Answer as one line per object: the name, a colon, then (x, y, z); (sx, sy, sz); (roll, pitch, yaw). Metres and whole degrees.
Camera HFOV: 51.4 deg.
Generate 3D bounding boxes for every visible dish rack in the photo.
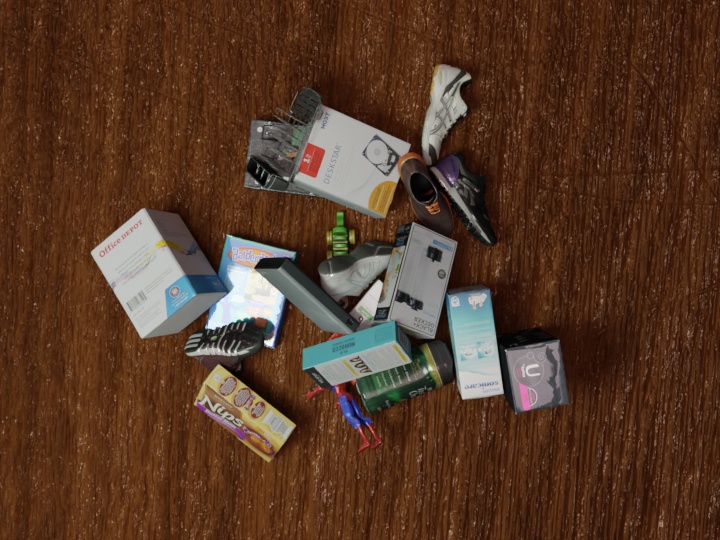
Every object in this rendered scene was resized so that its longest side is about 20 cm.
dish rack: (-0.142, -0.257, 1.431); (0.054, 0.153, 0.202); (20, 102, -30)

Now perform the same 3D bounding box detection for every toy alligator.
toy alligator: (-0.039, -0.019, 1.520); (0.058, 0.054, 0.204); (-1, 92, 3)

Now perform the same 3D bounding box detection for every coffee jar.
coffee jar: (0.092, 0.211, 1.492); (0.198, 0.105, 0.086); (-23, 65, 1)

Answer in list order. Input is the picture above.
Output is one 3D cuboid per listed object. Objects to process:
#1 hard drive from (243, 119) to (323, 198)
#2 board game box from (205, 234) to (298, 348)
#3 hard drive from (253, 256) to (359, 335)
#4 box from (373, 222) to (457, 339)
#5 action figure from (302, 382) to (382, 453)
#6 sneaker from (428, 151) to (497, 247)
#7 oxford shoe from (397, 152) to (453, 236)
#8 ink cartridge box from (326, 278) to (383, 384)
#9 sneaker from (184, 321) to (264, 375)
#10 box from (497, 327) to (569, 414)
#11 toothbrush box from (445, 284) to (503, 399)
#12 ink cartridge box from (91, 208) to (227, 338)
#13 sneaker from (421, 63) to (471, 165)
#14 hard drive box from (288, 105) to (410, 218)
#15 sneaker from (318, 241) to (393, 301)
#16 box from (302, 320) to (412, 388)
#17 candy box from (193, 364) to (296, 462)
hard drive: (-0.132, -0.226, 1.527); (0.197, 0.038, 0.142); (7, 92, 3)
board game box: (-0.222, 0.042, 1.536); (0.150, 0.045, 0.203); (14, 93, 3)
hard drive: (-0.106, 0.048, 1.453); (0.200, 0.139, 0.033); (44, 71, -22)
box: (0.109, 0.022, 1.466); (0.115, 0.060, 0.203); (23, 76, -25)
action figure: (-0.042, 0.282, 1.513); (0.099, 0.065, 0.202); (-42, 62, 29)
sneaker: (0.227, -0.146, 1.495); (0.087, 0.076, 0.201); (-35, 90, -2)
oxford shoe: (0.131, -0.132, 1.464); (0.071, 0.073, 0.201); (-30, 124, 11)
ink cartridge box: (0.012, 0.128, 1.524); (0.109, 0.050, 0.200); (41, 93, 0)
sneaker: (-0.250, 0.167, 1.506); (0.198, 0.076, 0.116); (-5, 136, 34)
box: (0.321, 0.187, 1.435); (0.104, 0.200, 0.124); (-10, 91, 3)
toothbrush box: (0.221, 0.136, 1.467); (0.084, 0.146, 0.203); (-9, 93, 4)
ink cartridge box: (-0.393, 0.005, 1.472); (0.146, 0.146, 0.201); (-36, 81, 12)
sneaker: (0.172, -0.307, 1.489); (0.086, 0.076, 0.203); (11, 93, 3)
hard drive box: (-0.023, -0.210, 1.469); (0.197, 0.077, 0.158); (19, 88, -17)
sneaker: (0.000, 0.000, 1.491); (0.198, 0.070, 0.081); (-22, 125, -30)
box: (-0.007, 0.163, 1.435); (0.197, 0.082, 0.050); (-19, 47, 18)
candy box: (-0.235, 0.289, 1.508); (0.199, 0.117, 0.057); (37, 52, 0)
